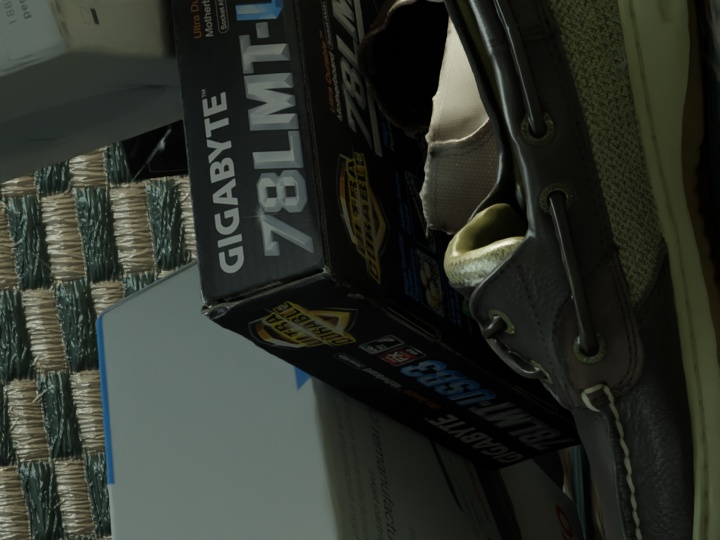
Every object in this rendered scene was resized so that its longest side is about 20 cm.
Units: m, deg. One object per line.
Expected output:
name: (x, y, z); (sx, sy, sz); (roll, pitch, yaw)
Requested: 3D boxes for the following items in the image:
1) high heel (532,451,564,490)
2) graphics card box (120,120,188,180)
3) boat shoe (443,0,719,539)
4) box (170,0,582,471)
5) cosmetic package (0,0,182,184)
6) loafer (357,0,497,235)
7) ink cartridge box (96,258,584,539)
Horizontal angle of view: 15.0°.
high heel: (0.000, 0.000, 1.062); (0.143, 0.071, 0.200); (6, 114, 45)
graphics card box: (-0.074, -0.142, 1.184); (0.200, 0.051, 0.126); (-80, -20, -56)
boat shoe: (0.052, -0.006, 0.668); (0.073, 0.065, 0.200); (-120, 21, -79)
box: (0.005, -0.055, 0.874); (0.198, 0.050, 0.200); (30, -133, -58)
cosmetic package: (-0.147, -0.092, 0.874); (0.199, 0.200, 0.123); (-6, -102, -69)
loafer: (0.033, -0.080, 0.800); (0.200, 0.071, 0.073); (-102, 5, -54)
ink cartridge box: (0.005, 0.101, 0.913); (0.200, 0.084, 0.145); (46, -157, -40)
